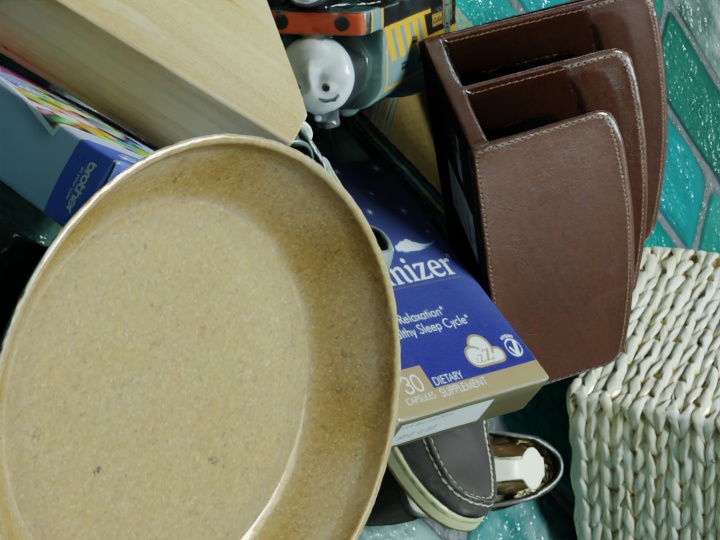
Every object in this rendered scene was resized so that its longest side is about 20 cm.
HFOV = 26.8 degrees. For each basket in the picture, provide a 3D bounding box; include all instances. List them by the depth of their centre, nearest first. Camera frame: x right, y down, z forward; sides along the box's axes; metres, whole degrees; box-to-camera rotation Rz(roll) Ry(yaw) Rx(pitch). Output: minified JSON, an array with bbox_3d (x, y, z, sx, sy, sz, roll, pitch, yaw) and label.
[{"bbox_3d":[0.248,0.113,1.050,0.198,0.160,0.201,-52,144,-45],"label":"basket"}]

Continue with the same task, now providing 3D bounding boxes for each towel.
[{"bbox_3d":[0.055,-0.112,1.017,0.200,0.022,0.147,43,50,-36],"label":"towel"}]

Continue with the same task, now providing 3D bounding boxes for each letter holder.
[{"bbox_3d":[0.124,-0.043,0.869,0.200,0.142,0.101,78,-5,-45],"label":"letter holder"}]

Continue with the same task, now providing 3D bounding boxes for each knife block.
[{"bbox_3d":[-0.137,-0.122,0.676,0.175,0.064,0.201,-13,75,-29],"label":"knife block"}]

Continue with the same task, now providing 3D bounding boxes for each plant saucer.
[{"bbox_3d":[-0.062,0.050,0.554,0.200,0.035,0.201,-11,104,-47],"label":"plant saucer"}]

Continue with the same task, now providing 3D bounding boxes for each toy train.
[{"bbox_3d":[0.004,-0.148,0.846,0.200,0.085,0.115,-43,133,-66],"label":"toy train"}]

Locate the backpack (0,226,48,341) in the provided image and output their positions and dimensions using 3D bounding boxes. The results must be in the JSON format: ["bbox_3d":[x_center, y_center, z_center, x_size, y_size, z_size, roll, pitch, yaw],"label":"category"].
[{"bbox_3d":[-0.136,0.081,0.614,0.190,0.154,0.201,1,87,-43],"label":"backpack"}]

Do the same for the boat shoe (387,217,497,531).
[{"bbox_3d":[0.040,0.051,0.864,0.073,0.065,0.201,19,40,-40],"label":"boat shoe"}]

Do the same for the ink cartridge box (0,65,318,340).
[{"bbox_3d":[-0.106,-0.037,0.654,0.119,0.200,0.042,24,98,-48],"label":"ink cartridge box"}]

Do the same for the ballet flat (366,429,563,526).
[{"bbox_3d":[0.058,0.117,0.923,0.200,0.068,0.068,4,80,-52],"label":"ballet flat"}]

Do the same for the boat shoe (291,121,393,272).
[{"bbox_3d":[-0.035,-0.052,0.762,0.073,0.062,0.200,2,45,-32],"label":"boat shoe"}]

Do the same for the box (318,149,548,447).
[{"bbox_3d":[0.000,0.000,0.811,0.121,0.032,0.200,-11,54,-45],"label":"box"}]
